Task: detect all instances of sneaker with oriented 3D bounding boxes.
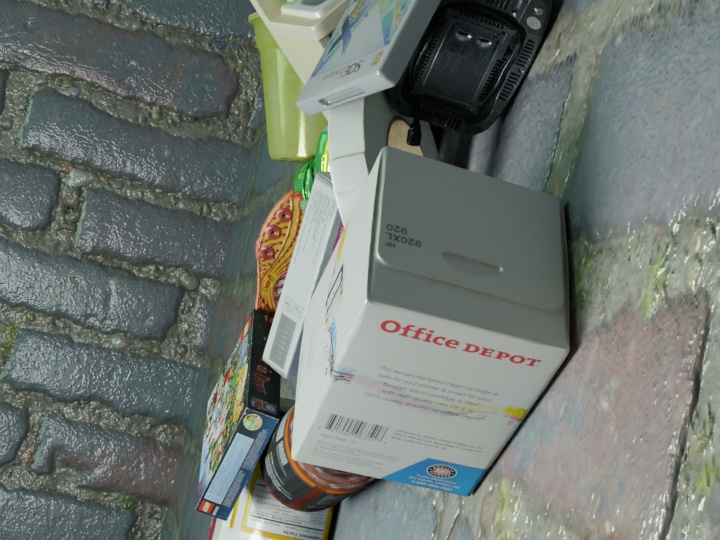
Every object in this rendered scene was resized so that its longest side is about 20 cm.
[{"bbox_3d":[-0.086,-0.014,1.509,0.078,0.072,0.201,-89,13,-53],"label":"sneaker"},{"bbox_3d":[-0.033,-0.085,1.355,0.074,0.083,0.201,-48,-18,-23],"label":"sneaker"}]

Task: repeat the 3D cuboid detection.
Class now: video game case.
[{"bbox_3d":[0.029,-0.226,1.108,0.201,0.022,0.182,-63,20,-12],"label":"video game case"}]

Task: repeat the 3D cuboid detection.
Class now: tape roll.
[{"bbox_3d":[0.028,-0.081,1.207,0.202,0.037,0.205,-11,-90,-69],"label":"tape roll"}]

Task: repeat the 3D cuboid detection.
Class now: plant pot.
[{"bbox_3d":[-0.051,-0.233,1.766,0.200,0.198,0.187,-170,82,-79],"label":"plant pot"}]

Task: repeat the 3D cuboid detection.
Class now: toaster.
[{"bbox_3d":[0.091,-0.215,1.180,0.130,0.112,0.201,-83,12,-45],"label":"toaster"}]

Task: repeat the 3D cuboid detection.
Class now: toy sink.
[{"bbox_3d":[-0.001,-0.239,1.304,0.130,0.201,0.112,-41,28,-14],"label":"toy sink"}]

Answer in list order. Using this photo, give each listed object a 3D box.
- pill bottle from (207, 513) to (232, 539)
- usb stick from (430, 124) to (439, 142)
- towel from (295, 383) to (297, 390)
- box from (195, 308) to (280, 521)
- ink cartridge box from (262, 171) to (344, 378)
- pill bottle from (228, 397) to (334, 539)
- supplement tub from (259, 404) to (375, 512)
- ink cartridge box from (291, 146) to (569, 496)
[{"bbox_3d":[-0.122,0.295,1.618,0.110,0.108,0.202,171,113,-78],"label":"pill bottle"},{"bbox_3d":[0.064,-0.143,1.422,0.055,0.032,0.202,-163,86,-71],"label":"usb stick"},{"bbox_3d":[0.014,0.075,1.227,0.144,0.024,0.200,-35,5,-10],"label":"towel"},{"bbox_3d":[-0.128,0.150,1.447,0.201,0.037,0.137,-95,29,-63],"label":"box"},{"bbox_3d":[0.000,0.000,1.334,0.043,0.173,0.202,33,116,36],"label":"ink cartridge box"},{"bbox_3d":[-0.080,0.245,1.476,0.109,0.108,0.202,156,127,-76],"label":"pill bottle"},{"bbox_3d":[-0.031,0.172,1.328,0.200,0.106,0.108,133,149,-66],"label":"supplement tub"},{"bbox_3d":[0.048,0.042,0.988,0.201,0.146,0.146,117,163,-47],"label":"ink cartridge box"}]
